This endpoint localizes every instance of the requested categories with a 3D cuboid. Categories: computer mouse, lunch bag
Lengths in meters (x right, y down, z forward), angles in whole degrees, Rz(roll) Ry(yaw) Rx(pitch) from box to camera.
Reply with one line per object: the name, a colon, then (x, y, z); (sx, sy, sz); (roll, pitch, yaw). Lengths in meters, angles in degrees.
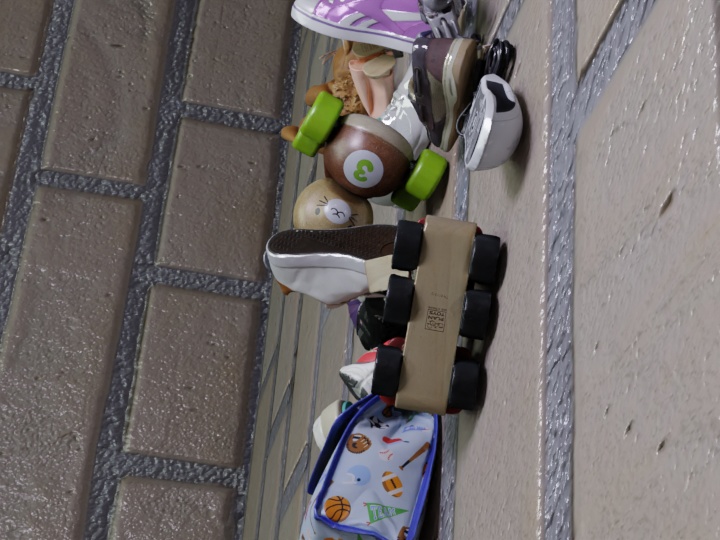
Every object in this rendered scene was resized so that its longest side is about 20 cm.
computer mouse: (0.123, -0.140, 1.347); (0.200, 0.044, 0.110); (-85, 12, -65)
lunch bag: (0.008, 0.226, 1.467); (0.170, 0.124, 0.200); (108, -176, -49)

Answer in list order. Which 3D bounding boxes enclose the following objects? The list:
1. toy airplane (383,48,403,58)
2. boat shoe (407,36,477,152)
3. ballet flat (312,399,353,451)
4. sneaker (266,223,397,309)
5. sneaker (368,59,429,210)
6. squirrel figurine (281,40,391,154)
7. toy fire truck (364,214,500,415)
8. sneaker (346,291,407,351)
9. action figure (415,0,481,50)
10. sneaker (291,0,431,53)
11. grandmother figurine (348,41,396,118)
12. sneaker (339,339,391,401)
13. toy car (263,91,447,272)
toy airplane: (0.051, -0.376, 1.865); (0.199, 0.141, 0.200); (61, -176, -34)
boat shoe: (0.081, -0.184, 1.481); (0.200, 0.065, 0.072); (82, -148, -73)
ballet flat: (-0.017, 0.184, 1.629); (0.200, 0.069, 0.070); (28, -110, -72)
sneaker: (0.000, 0.000, 1.595); (0.073, 0.199, 0.085); (-66, -27, -47)
sneaker: (0.040, -0.174, 1.783); (0.075, 0.088, 0.201); (-101, 22, -71)
squirrel figurine: (-0.005, -0.253, 2.152); (0.187, 0.141, 0.200); (-69, 23, 5)
toy fire truck: (0.056, 0.040, 1.387); (0.200, 0.128, 0.177); (24, -105, -86)
sneaker: (0.038, 0.054, 1.686); (0.200, 0.076, 0.088); (167, 89, -78)
action figure: (0.089, -0.285, 1.573); (0.200, 0.069, 0.131); (70, -169, -87)
sneaker: (0.018, -0.331, 1.745); (0.073, 0.200, 0.115); (-58, -22, -64)
grandmother figurine: (0.024, -0.206, 1.877); (0.200, 0.060, 0.122); (81, 176, -48)
sneaker: (0.037, 0.122, 1.579); (0.085, 0.077, 0.200); (-40, -12, -5)
toy car: (-0.024, -0.071, 1.656); (0.200, 0.164, 0.158); (-63, 5, -10)
